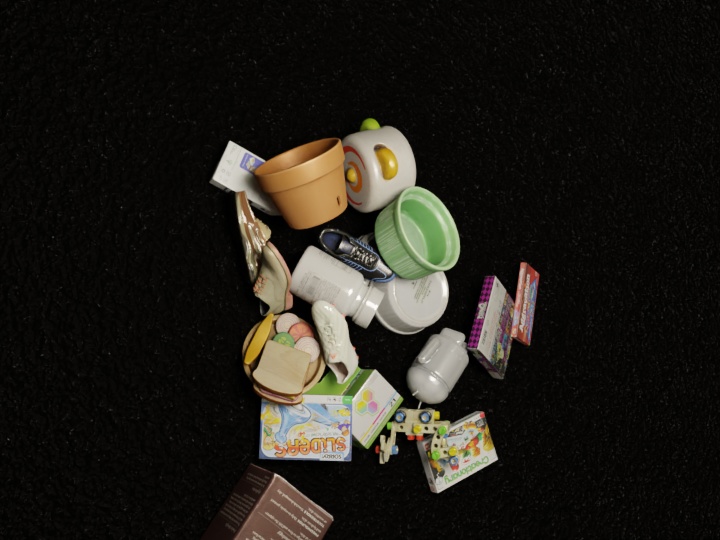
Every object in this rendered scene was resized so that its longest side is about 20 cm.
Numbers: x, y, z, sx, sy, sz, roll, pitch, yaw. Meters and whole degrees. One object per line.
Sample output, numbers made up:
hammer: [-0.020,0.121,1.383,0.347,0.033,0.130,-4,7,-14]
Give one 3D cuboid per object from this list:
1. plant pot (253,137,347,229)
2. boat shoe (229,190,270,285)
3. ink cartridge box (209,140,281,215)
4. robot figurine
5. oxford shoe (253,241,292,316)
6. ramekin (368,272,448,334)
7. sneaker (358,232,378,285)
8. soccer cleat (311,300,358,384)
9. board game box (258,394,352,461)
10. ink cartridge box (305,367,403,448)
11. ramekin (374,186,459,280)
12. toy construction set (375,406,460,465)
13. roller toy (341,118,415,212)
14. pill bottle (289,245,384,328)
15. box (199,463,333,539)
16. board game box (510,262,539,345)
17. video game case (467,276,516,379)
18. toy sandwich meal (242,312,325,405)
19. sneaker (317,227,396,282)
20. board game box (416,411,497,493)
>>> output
plant pot: [-0.114,-0.180,1.428,0.199,0.199,0.142,-31,113,-27]
boat shoe: [-0.234,-0.074,1.450,0.073,0.075,0.203,-14,99,-25]
ink cartridge box: [-0.228,-0.195,1.489,0.198,0.039,0.101,28,71,-20]
robot figurine: [0.184,0.236,1.603,0.201,0.112,0.170,-53,133,-23]
oxford shoe: [-0.190,0.027,1.408,0.073,0.071,0.202,-28,140,-23]
ramekin: [0.123,0.050,1.608,0.199,0.094,0.206,4,81,-27]
sneaker: [0.000,0.000,1.559,0.076,0.080,0.203,27,73,-23]
soccer cleat: [-0.056,0.155,1.438,0.078,0.068,0.202,-60,136,-47]
board game box: [-0.116,0.335,1.430,0.196,0.034,0.138,1,82,-1]
ink cartridge box: [-0.023,0.279,1.510,0.200,0.075,0.148,48,65,-15]
ramekin: [0.124,-0.077,1.505,0.198,0.097,0.203,23,53,-35]
toy construction set: [0.132,0.390,1.554,0.196,0.092,0.134,-3,91,2]
roller toy: [0.030,-0.232,1.545,0.138,0.200,0.184,-19,136,-27]
pill bottle: [-0.053,0.041,1.474,0.198,0.115,0.115,29,70,0]
box: [-0.194,0.526,1.336,0.164,0.165,0.201,42,67,-17]
board game box: [0.443,0.091,1.788,0.103,0.019,0.203,28,69,-51]
video game case: [0.340,0.146,1.690,0.181,0.035,0.203,44,56,-45]
toy sandwich meal: [-0.163,0.181,1.421,0.202,0.070,0.208,6,63,-12]
sneaker: [-0.010,-0.033,1.489,0.198,0.078,0.071,26,87,5]
board game box: [0.241,0.446,1.649,0.198,0.034,0.128,-19,92,-28]
